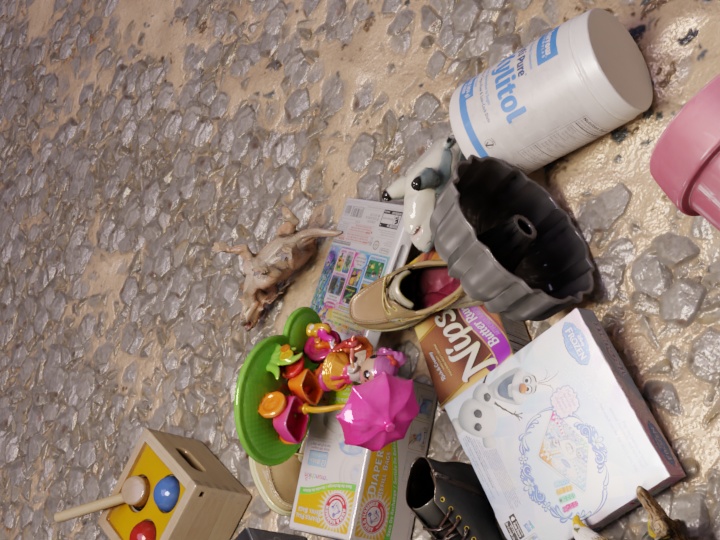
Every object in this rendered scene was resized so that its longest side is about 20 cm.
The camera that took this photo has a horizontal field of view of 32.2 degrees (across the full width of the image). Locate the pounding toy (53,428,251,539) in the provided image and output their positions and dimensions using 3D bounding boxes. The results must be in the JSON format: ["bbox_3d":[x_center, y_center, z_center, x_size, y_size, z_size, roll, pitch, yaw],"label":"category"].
[{"bbox_3d":[-0.290,0.327,1.720,0.200,0.142,0.185,35,100,47],"label":"pounding toy"}]

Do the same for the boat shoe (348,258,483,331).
[{"bbox_3d":[0.059,0.022,1.436,0.200,0.066,0.074,-20,70,34],"label":"boat shoe"}]

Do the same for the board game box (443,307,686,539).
[{"bbox_3d":[0.208,0.177,1.309,0.199,0.043,0.200,-40,61,29],"label":"board game box"}]

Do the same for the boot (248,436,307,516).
[{"bbox_3d":[-0.073,0.197,1.591,0.155,0.072,0.201,-38,46,37],"label":"boot"}]

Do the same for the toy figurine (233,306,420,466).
[{"bbox_3d":[-0.015,0.131,1.400,0.184,0.150,0.200,1,50,32],"label":"toy figurine"}]

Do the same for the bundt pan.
[{"bbox_3d":[0.157,-0.026,1.359,0.076,0.201,0.202,-47,46,35],"label":"bundt pan"}]

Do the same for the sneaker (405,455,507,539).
[{"bbox_3d":[0.106,0.298,1.345,0.075,0.106,0.200,-38,50,29],"label":"sneaker"}]

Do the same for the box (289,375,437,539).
[{"bbox_3d":[0.004,0.223,1.484,0.112,0.101,0.201,1,75,46],"label":"box"}]

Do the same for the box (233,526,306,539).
[{"bbox_3d":[-0.144,0.433,1.553,0.200,0.106,0.122,-49,46,20],"label":"box"}]

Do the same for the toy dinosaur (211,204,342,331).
[{"bbox_3d":[-0.109,-0.013,1.707,0.200,0.136,0.086,-32,64,9],"label":"toy dinosaur"}]

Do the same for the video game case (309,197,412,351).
[{"bbox_3d":[0.000,0.000,1.596,0.200,0.024,0.183,15,86,65],"label":"video game case"}]

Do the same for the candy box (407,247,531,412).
[{"bbox_3d":[0.124,0.058,1.461,0.117,0.056,0.200,-39,49,29],"label":"candy box"}]

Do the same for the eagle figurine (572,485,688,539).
[{"bbox_3d":[0.226,0.301,1.199,0.200,0.152,0.151,-41,10,6],"label":"eagle figurine"}]

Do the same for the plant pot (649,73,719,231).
[{"bbox_3d":[0.398,-0.086,1.146,0.200,0.200,0.179,-45,62,25],"label":"plant pot"}]

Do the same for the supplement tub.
[{"bbox_3d":[0.212,-0.194,1.412,0.200,0.132,0.132,-29,56,36],"label":"supplement tub"}]

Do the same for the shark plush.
[{"bbox_3d":[0.108,-0.115,1.508,0.091,0.083,0.200,-26,22,54],"label":"shark plush"}]
